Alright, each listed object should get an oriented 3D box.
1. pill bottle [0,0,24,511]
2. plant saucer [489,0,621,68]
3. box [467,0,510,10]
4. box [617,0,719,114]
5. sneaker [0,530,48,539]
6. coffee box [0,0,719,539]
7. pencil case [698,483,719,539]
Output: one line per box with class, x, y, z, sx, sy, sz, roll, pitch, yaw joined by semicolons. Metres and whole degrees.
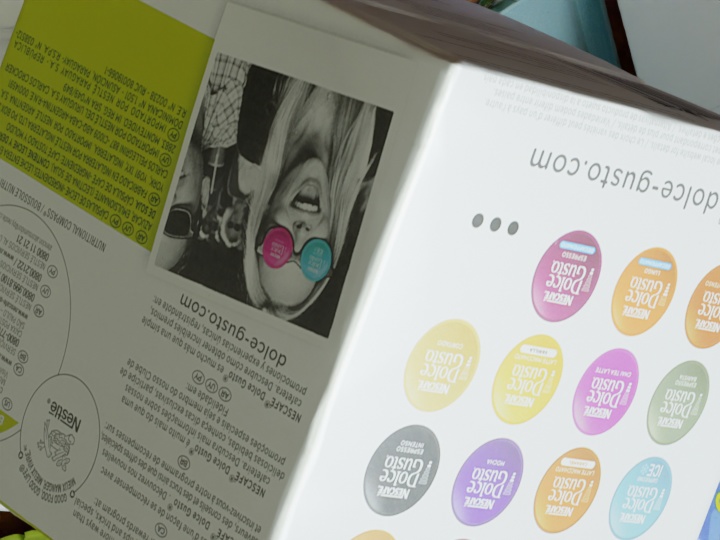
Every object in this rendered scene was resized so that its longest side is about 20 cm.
pill bottle;-0.119;-0.018;1.112;0.116;0.116;0.200;0;100;-9
plant saucer;0.017;-0.046;1.132;0.200;0.019;0.070;-34;128;-22
box;0.026;-0.142;1.108;0.200;0.039;0.137;-48;148;3
box;0.181;-0.073;1.106;0.124;0.097;0.200;-8;80;-29
sneaker;-0.088;0.140;1.123;0.074;0.200;0.084;22;66;-43
coffee box;-0.003;0.009;0.985;0.200;0.200;0.198;11;103;-46
pencil case;0.107;0.083;1.179;0.200;0.078;0.087;40;84;-21
